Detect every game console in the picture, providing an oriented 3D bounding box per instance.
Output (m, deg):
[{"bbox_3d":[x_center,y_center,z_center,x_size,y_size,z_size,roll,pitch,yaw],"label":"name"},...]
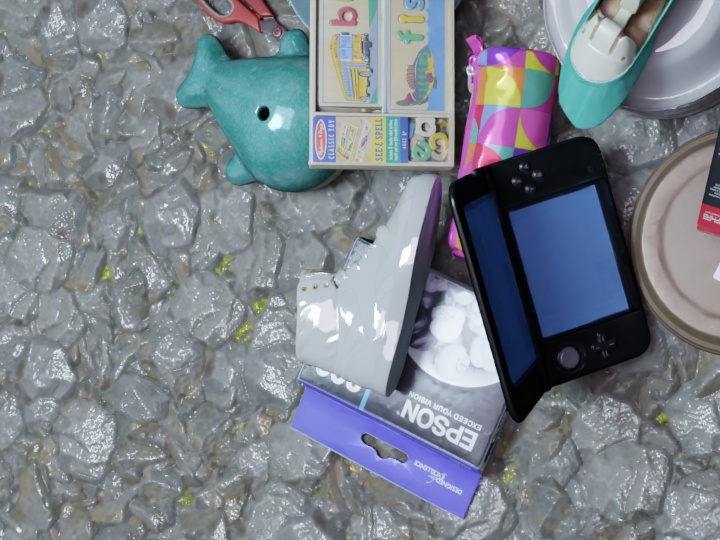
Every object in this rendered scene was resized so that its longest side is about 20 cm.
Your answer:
[{"bbox_3d":[0.162,0.002,1.258,0.174,0.116,0.202,-17,96,-12],"label":"game console"}]

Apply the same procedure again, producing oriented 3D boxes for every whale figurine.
[{"bbox_3d":[-0.097,-0.156,1.419,0.199,0.104,0.160,30,101,22],"label":"whale figurine"}]

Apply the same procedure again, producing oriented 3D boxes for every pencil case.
[{"bbox_3d":[0.125,-0.104,1.347,0.087,0.088,0.203,5,89,20],"label":"pencil case"}]

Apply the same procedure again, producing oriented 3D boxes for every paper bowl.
[{"bbox_3d":[0.255,-0.236,1.295,0.198,0.104,0.204,-1,88,19],"label":"paper bowl"}]

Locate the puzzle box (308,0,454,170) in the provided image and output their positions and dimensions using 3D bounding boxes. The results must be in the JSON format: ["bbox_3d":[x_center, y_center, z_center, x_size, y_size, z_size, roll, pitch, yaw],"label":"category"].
[{"bbox_3d":[0.019,-0.191,1.349,0.131,0.025,0.203,0,85,-4],"label":"puzzle box"}]

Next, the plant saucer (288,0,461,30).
[{"bbox_3d":[0.021,-0.301,1.418,0.198,0.039,0.204,-1,86,19],"label":"plant saucer"}]

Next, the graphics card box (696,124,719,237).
[{"bbox_3d":[0.349,-0.115,1.209,0.125,0.050,0.203,24,108,55],"label":"graphics card box"}]

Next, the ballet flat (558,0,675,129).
[{"bbox_3d":[0.214,-0.211,1.216,0.067,0.070,0.201,33,99,17],"label":"ballet flat"}]

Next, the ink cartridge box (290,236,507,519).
[{"bbox_3d":[0.045,0.099,1.388,0.196,0.043,0.202,24,97,19],"label":"ink cartridge box"}]

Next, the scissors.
[{"bbox_3d":[-0.093,-0.234,1.472,0.073,0.014,0.201,-40,76,11],"label":"scissors"}]

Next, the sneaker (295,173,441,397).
[{"bbox_3d":[0.000,0.000,1.350,0.114,0.074,0.202,16,92,17],"label":"sneaker"}]

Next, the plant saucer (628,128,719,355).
[{"bbox_3d":[0.328,-0.026,1.298,0.198,0.029,0.203,-1,88,19],"label":"plant saucer"}]
